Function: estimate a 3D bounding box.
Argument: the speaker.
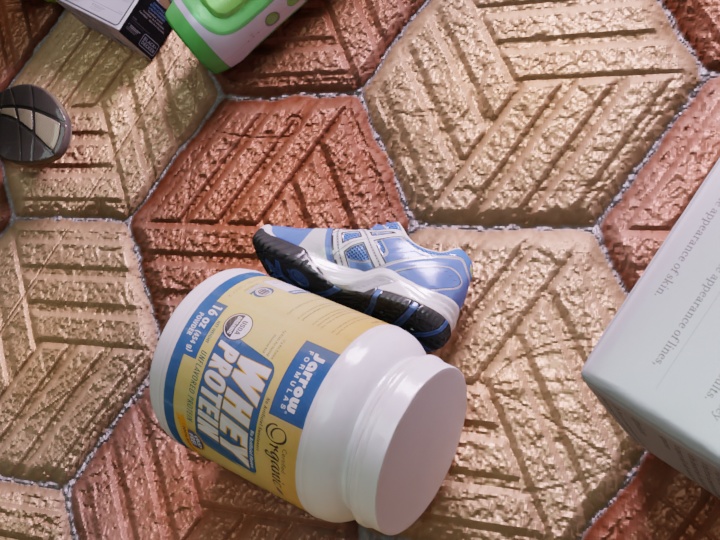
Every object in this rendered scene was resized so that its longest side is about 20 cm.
[{"bbox_3d":[-0.083,-0.275,0.901,0.200,0.088,0.089,-40,60,7],"label":"speaker"}]

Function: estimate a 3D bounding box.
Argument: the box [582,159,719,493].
[{"bbox_3d":[0.249,0.035,0.561,0.130,0.199,0.201,33,87,29],"label":"box"}]

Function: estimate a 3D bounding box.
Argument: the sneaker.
[{"bbox_3d":[0.000,0.000,0.781,0.199,0.076,0.077,20,59,29],"label":"sneaker"}]

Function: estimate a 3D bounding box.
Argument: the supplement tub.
[{"bbox_3d":[-0.038,0.093,0.712,0.199,0.145,0.146,20,81,29],"label":"supplement tub"}]

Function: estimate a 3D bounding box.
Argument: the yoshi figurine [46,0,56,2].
[{"bbox_3d":[-0.374,-0.377,1.066,0.112,0.112,0.201,-30,63,30],"label":"yoshi figurine"}]

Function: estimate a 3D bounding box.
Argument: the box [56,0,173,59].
[{"bbox_3d":[-0.211,-0.329,0.992,0.116,0.060,0.201,31,86,30],"label":"box"}]

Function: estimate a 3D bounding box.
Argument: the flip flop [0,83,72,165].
[{"bbox_3d":[-0.350,-0.139,0.996,0.199,0.057,0.082,3,77,41],"label":"flip flop"}]
